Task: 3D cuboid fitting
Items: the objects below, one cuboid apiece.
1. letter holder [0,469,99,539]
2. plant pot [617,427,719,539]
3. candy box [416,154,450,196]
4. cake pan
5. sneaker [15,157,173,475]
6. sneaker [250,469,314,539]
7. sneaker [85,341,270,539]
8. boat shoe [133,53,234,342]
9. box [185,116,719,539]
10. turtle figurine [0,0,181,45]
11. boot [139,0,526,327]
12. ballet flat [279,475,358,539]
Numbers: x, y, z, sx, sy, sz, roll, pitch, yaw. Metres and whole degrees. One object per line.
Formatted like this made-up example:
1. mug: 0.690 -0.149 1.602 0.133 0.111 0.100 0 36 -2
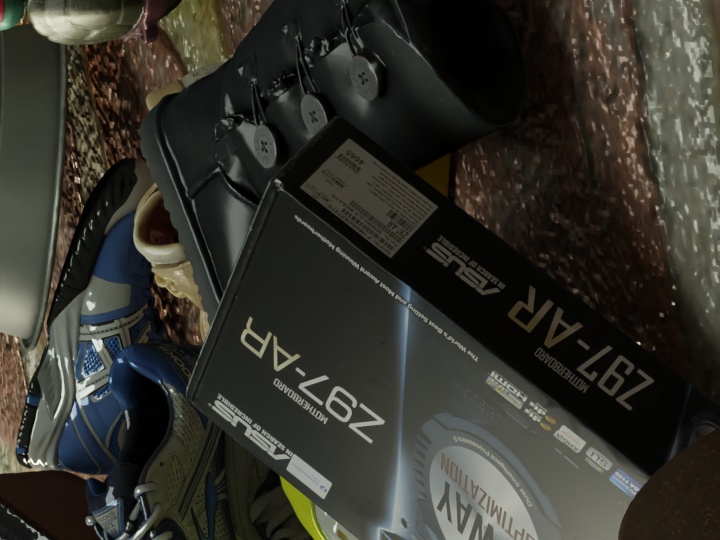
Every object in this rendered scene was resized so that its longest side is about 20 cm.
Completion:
1. letter holder: -0.118 0.199 1.154 0.200 0.142 0.101 30 107 32
2. plant pot: 0.148 0.142 0.570 0.187 0.186 0.201 102 158 -43
3. candy box: 0.000 0.000 0.927 0.102 0.026 0.201 47 142 47
4. cake pan: -0.202 -0.054 1.207 0.200 0.037 0.201 -175 90 -75
5. sneaker: -0.140 0.029 1.185 0.076 0.077 0.201 -84 10 -65
6. sneaker: -0.031 0.119 0.990 0.147 0.080 0.200 68 159 4
7. sneaker: -0.090 0.124 0.948 0.077 0.085 0.201 -28 56 41
8. boat shoe: -0.077 -0.024 0.998 0.201 0.069 0.074 94 157 -48
9. box: 0.037 0.057 0.767 0.200 0.044 0.160 38 145 8
10. turtle figurine: -0.106 -0.140 0.861 0.101 0.199 0.150 63 151 23
11. boot: 0.003 -0.035 0.821 0.200 0.066 0.165 -31 90 49
12. ballet flat: 0.031 0.125 0.863 0.200 0.067 0.067 50 178 22
